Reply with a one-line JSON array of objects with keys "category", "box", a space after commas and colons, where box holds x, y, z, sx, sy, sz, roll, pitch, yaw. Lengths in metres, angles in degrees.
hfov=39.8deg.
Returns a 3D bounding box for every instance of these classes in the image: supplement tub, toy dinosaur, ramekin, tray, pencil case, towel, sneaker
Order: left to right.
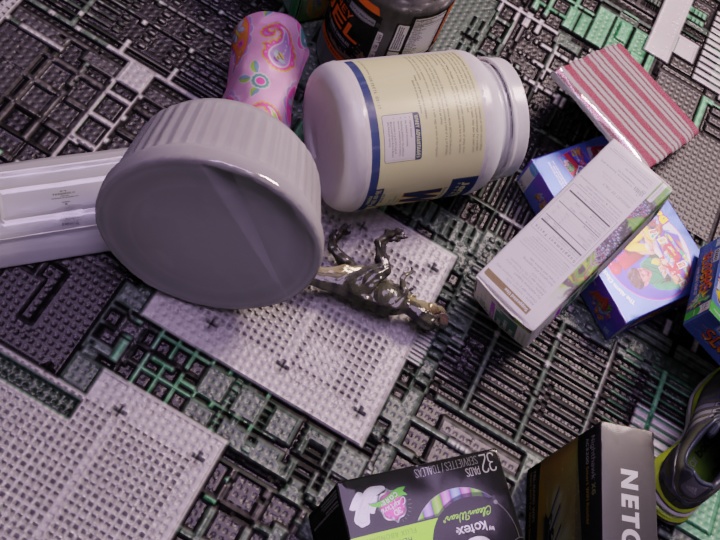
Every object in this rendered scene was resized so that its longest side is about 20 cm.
[{"category": "tray", "box": [-0.278, -0.064, 0.932, 0.197, 0.022, 0.109, -10, 69, -21]}, {"category": "ramekin", "box": [-0.124, -0.062, 0.881, 0.199, 0.203, 0.095, 17, 52, -8]}, {"category": "pencil case", "box": [-0.102, -0.158, 0.992, 0.086, 0.088, 0.203, 11, 63, -11]}, {"category": "toy dinosaur", "box": [0.000, 0.000, 0.971, 0.197, 0.048, 0.089, 13, 68, -6]}, {"category": "supplement tub", "box": [0.031, -0.277, 1.023, 0.120, 0.200, 0.124, 7, 62, -13]}, {"category": "supplement tub", "box": [0.054, -0.143, 0.997, 0.197, 0.145, 0.147, -9, 68, -20]}, {"category": "towel", "box": [0.297, -0.181, 1.114, 0.147, 0.030, 0.199, 50, 39, 9]}, {"category": "sneaker", "box": [0.354, 0.160, 0.974, 0.074, 0.081, 0.200, 39, 60, 4]}]

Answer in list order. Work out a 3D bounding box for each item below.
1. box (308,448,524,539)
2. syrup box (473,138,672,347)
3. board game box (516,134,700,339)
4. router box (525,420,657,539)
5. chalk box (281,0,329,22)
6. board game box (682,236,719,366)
[{"category": "box", "box": [0.057, 0.270, 0.810, 0.146, 0.125, 0.203, -8, 68, -18]}, {"category": "syrup box", "box": [0.206, -0.025, 0.983, 0.081, 0.079, 0.200, 43, 82, 15]}, {"category": "board game box", "box": [0.274, -0.044, 1.070, 0.133, 0.045, 0.202, -19, 72, -24]}, {"category": "router box", "box": [0.191, 0.249, 0.840, 0.051, 0.158, 0.203, 12, 61, -10]}, {"category": "chalk box", "box": [-0.038, -0.365, 1.091, 0.197, 0.124, 0.126, -16, 71, -21]}, {"category": "board game box", "box": [0.411, 0.077, 1.008, 0.200, 0.034, 0.136, 45, 41, -10]}]
